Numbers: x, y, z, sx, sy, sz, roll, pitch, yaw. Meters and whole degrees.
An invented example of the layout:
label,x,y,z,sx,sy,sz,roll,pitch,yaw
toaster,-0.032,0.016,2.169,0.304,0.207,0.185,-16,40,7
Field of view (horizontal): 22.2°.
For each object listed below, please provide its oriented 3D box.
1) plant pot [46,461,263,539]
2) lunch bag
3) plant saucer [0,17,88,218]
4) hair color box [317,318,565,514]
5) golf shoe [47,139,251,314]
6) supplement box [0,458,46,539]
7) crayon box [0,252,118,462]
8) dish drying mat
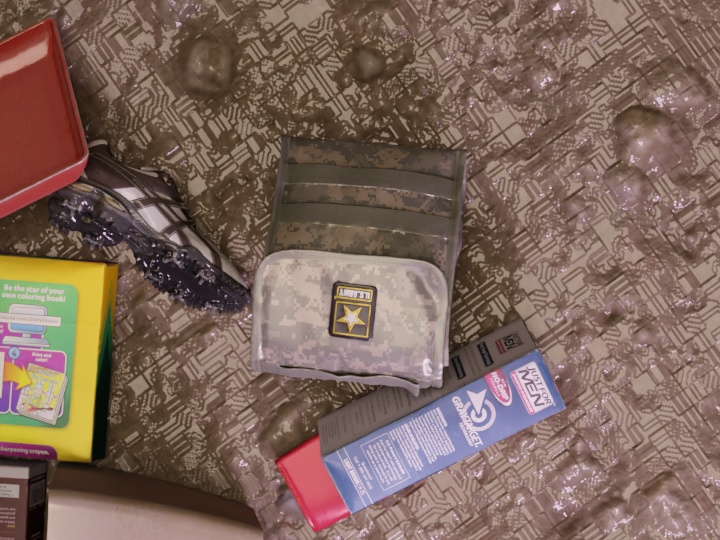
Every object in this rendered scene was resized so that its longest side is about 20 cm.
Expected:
label,x,y,z,sx,sy,sz,roll,pitch,yaw
plant pot,-0.173,0.273,1.535,0.175,0.200,0.202,2,91,-6
lunch bag,0.000,0.000,1.518,0.162,0.118,0.202,5,62,5
plant saucer,-0.327,-0.105,1.568,0.199,0.037,0.200,-26,46,5
hair color box,0.065,0.121,1.533,0.199,0.100,0.061,-27,104,4
golf shoe,-0.168,-0.041,1.582,0.199,0.078,0.095,35,52,-19
supplement box,-0.337,0.266,1.606,0.108,0.061,0.202,3,90,5
crayon box,-0.319,0.071,1.605,0.198,0.058,0.174,5,90,5
dish drying mat,0.028,0.149,1.599,0.199,0.018,0.077,-29,90,3
